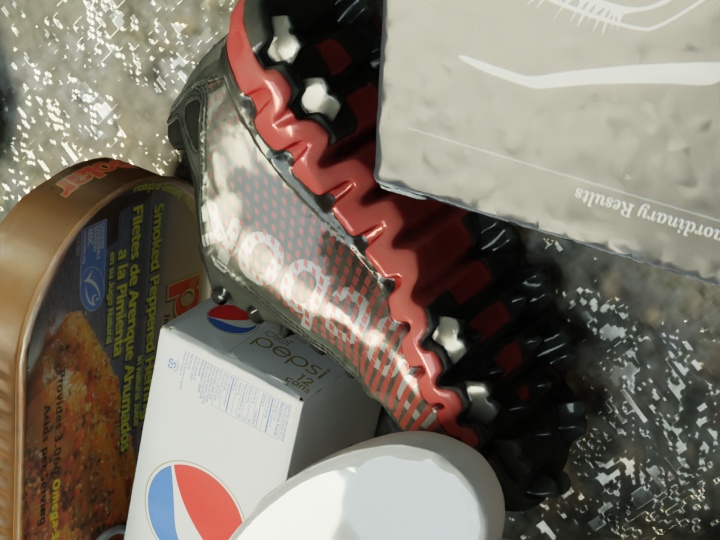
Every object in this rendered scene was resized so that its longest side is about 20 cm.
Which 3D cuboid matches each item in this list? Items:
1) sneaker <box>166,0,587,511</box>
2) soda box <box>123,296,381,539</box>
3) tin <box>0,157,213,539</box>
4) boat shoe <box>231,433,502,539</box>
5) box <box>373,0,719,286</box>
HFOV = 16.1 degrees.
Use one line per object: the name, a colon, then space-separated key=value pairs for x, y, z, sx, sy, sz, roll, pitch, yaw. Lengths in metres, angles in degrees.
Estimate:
sneaker: x=0.000 y=0.000 z=0.873 sx=0.098 sy=0.071 sz=0.201 roll=-32 pitch=89 yaw=40
soda box: x=-0.046 y=0.104 z=0.954 sx=0.064 sy=0.068 sz=0.200 roll=27 pitch=123 yaw=22
tin: x=-0.100 y=0.053 z=0.942 sx=0.042 sy=0.112 sz=0.200 roll=24 pitch=122 yaw=33
boat shoe: x=-0.015 y=0.119 z=0.867 sx=0.071 sy=0.070 sz=0.200 roll=46 pitch=120 yaw=10
box: x=0.094 y=-0.110 z=0.735 sx=0.148 sy=0.104 sz=0.200 roll=19 pitch=121 yaw=27
